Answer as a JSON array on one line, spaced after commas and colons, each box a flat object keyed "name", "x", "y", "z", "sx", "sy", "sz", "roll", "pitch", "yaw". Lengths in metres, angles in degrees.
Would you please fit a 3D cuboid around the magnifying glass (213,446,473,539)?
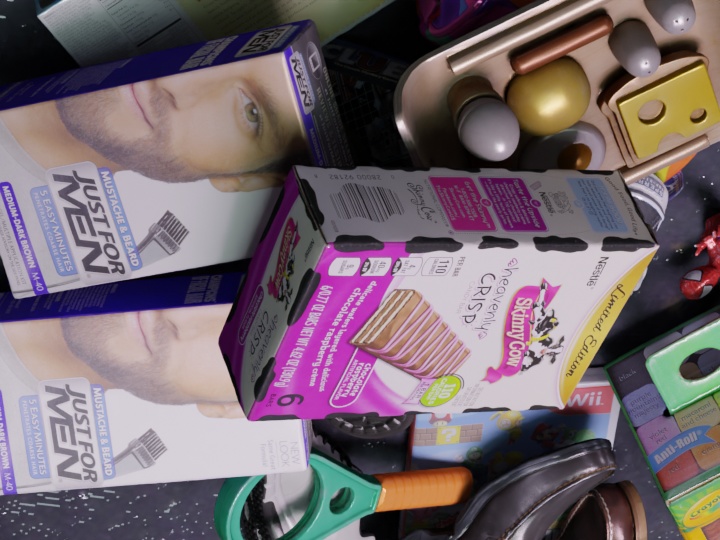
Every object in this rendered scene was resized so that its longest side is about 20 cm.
[{"name": "magnifying glass", "x": -0.008, "y": 0.145, "z": 1.471, "sx": 0.199, "sy": 0.022, "sz": 0.080, "roll": -2, "pitch": 115, "yaw": -41}]

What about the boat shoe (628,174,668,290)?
[{"name": "boat shoe", "x": 0.128, "y": 0.010, "z": 1.390, "sx": 0.071, "sy": 0.068, "sz": 0.200, "roll": 21, "pitch": 151, "yaw": -11}]

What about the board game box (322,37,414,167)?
[{"name": "board game box", "x": 0.020, "y": -0.030, "z": 1.355, "sx": 0.135, "sy": 0.035, "sz": 0.201, "roll": 20, "pitch": 129, "yaw": 16}]

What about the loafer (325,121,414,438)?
[{"name": "loafer", "x": 0.000, "y": 0.000, "z": 1.315, "sx": 0.072, "sy": 0.071, "sz": 0.201, "roll": -2, "pitch": 113, "yaw": 18}]

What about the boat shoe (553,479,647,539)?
[{"name": "boat shoe", "x": 0.147, "y": 0.227, "z": 1.583, "sx": 0.070, "sy": 0.071, "sz": 0.201, "roll": -3, "pitch": 128, "yaw": -16}]

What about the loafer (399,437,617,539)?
[{"name": "loafer", "x": 0.095, "y": 0.183, "z": 1.524, "sx": 0.200, "sy": 0.073, "sz": 0.073, "roll": -38, "pitch": 157, "yaw": 22}]

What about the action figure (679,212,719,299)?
[{"name": "action figure", "x": 0.278, "y": -0.037, "z": 1.416, "sx": 0.200, "sy": 0.099, "sz": 0.065, "roll": -36, "pitch": 95, "yaw": 18}]

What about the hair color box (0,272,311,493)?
[{"name": "hair color box", "x": -0.133, "y": 0.067, "z": 1.372, "sx": 0.198, "sy": 0.065, "sz": 0.110, "roll": -6, "pitch": 106, "yaw": 2}]

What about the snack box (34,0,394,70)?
[{"name": "snack box", "x": -0.068, "y": -0.163, "z": 1.272, "sx": 0.199, "sy": 0.037, "sz": 0.116, "roll": -31, "pitch": 128, "yaw": 11}]

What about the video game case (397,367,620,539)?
[{"name": "video game case", "x": 0.098, "y": 0.151, "z": 1.571, "sx": 0.142, "sy": 0.018, "sz": 0.201, "roll": -3, "pitch": 128, "yaw": -10}]

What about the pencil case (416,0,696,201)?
[{"name": "pencil case", "x": 0.118, "y": -0.120, "z": 1.323, "sx": 0.088, "sy": 0.089, "sz": 0.200, "roll": -42, "pitch": 123, "yaw": 19}]

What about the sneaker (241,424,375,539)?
[{"name": "sneaker", "x": -0.044, "y": 0.125, "z": 1.495, "sx": 0.080, "sy": 0.074, "sz": 0.201, "roll": -29, "pitch": 132, "yaw": -19}]

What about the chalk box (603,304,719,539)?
[{"name": "chalk box", "x": 0.245, "y": 0.107, "z": 1.486, "sx": 0.124, "sy": 0.124, "sz": 0.200, "roll": -28, "pitch": 136, "yaw": 8}]

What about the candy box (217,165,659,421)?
[{"name": "candy box", "x": 0.040, "y": 0.013, "z": 1.213, "sx": 0.199, "sy": 0.061, "sz": 0.137, "roll": -2, "pitch": 137, "yaw": -27}]

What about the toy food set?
[{"name": "toy food set", "x": 0.127, "y": -0.079, "z": 1.239, "sx": 0.199, "sy": 0.061, "sz": 0.144, "roll": -25, "pitch": 131, "yaw": 2}]

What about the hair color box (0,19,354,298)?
[{"name": "hair color box", "x": -0.108, "y": -0.059, "z": 1.246, "sx": 0.199, "sy": 0.065, "sz": 0.110, "roll": -11, "pitch": 109, "yaw": 19}]
